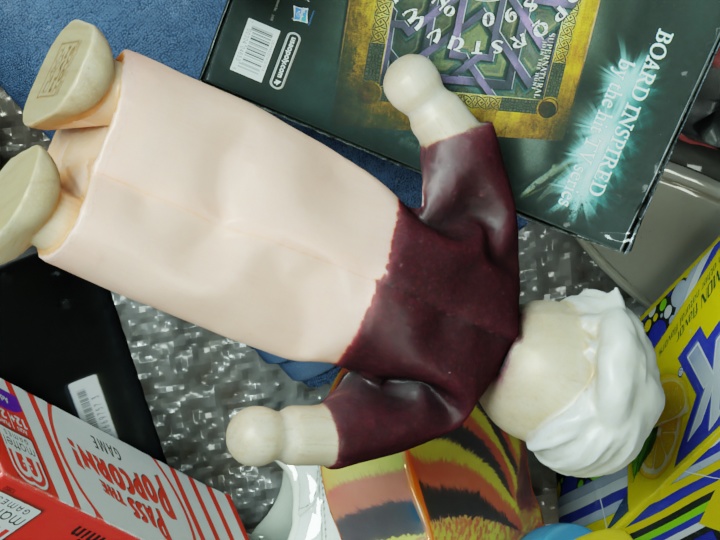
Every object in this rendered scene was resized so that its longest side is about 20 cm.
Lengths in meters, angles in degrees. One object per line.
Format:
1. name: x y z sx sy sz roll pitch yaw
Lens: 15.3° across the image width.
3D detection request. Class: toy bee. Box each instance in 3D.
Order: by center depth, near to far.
1. toy bee: 0.035 0.115 0.788 0.200 0.109 0.131 53 128 10

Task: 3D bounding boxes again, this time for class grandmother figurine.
1. grandmother figurine: 0.000 0.000 0.731 0.200 0.061 0.121 27 88 -20

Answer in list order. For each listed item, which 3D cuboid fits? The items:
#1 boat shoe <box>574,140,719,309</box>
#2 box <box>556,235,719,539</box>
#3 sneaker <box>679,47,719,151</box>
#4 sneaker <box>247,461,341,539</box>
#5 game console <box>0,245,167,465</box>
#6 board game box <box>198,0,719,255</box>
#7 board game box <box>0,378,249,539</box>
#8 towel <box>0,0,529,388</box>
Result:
1. boat shoe: 0.151 -0.004 0.883 0.200 0.057 0.067 27 139 -17
2. box: 0.133 0.029 0.822 0.064 0.070 0.200 14 142 -20
3. sneaker: 0.062 -0.115 0.804 0.200 0.098 0.071 36 115 -2
4. sneaker: -0.016 0.136 0.892 0.099 0.075 0.200 10 100 -9
5. game console: -0.149 0.062 0.797 0.177 0.031 0.200 -22 148 -8
6. board game box: 0.051 -0.116 0.735 0.135 0.028 0.200 23 114 1
7. board game box: -0.148 0.117 0.806 0.200 0.046 0.151 -35 147 14
8. towel: -0.040 -0.063 0.813 0.112 0.049 0.200 -40 115 5
